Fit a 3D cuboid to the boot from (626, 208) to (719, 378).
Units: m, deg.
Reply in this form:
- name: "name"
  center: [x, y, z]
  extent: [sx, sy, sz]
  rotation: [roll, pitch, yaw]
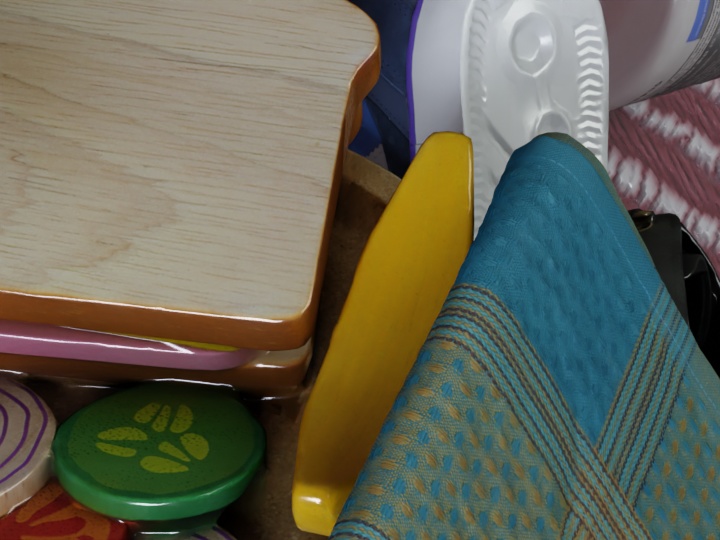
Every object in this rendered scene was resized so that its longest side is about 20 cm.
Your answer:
- name: "boot"
  center: [0.041, -0.011, 0.830]
  extent: [0.077, 0.138, 0.201]
  rotation: [25, 44, -56]

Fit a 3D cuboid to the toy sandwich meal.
- name: "toy sandwich meal"
  center: [-0.053, 0.009, 0.654]
  extent: [0.070, 0.204, 0.206]
  rotation: [87, 5, -48]

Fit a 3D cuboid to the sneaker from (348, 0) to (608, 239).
- name: "sneaker"
  center: [0.000, 0.000, 0.777]
  extent: [0.080, 0.146, 0.201]
  rotation: [0, 95, -37]

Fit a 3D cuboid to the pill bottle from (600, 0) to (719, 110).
- name: "pill bottle"
  center: [0.116, -0.128, 1.107]
  extent: [0.200, 0.113, 0.114]
  rotation: [-19, 84, -61]

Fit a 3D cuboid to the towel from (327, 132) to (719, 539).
- name: "towel"
  center: [0.047, 0.077, 0.626]
  extent: [0.147, 0.022, 0.200]
  rotation: [58, 36, -23]
